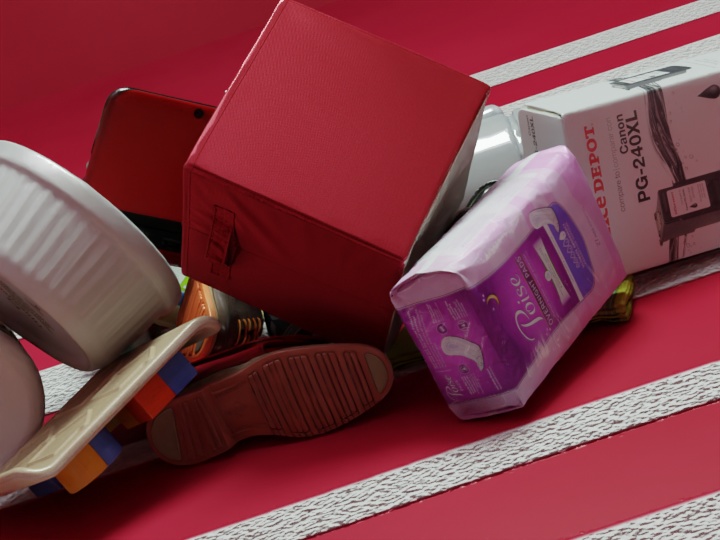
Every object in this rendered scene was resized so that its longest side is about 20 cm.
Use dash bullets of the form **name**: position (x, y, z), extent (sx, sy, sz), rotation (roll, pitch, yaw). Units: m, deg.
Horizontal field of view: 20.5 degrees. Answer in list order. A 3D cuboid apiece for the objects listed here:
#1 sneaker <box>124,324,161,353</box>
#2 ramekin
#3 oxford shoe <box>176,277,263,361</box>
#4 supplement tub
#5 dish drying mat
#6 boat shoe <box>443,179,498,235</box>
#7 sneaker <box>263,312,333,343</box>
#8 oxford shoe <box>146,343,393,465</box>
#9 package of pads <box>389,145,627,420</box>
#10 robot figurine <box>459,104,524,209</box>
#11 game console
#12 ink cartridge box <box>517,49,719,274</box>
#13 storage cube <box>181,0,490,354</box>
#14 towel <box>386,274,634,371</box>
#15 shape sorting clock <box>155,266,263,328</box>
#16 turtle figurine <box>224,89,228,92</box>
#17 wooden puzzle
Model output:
- **sneaker**: position (-0.232, 0.030, 1.915), extent (0.079, 0.072, 0.200), rotation (-12, 17, 4)
- **ramekin**: position (-0.248, -0.004, 1.589), extent (0.095, 0.202, 0.202), rotation (-54, 29, -18)
- **oxford shoe**: position (-0.115, 0.041, 1.699), extent (0.072, 0.072, 0.200), rotation (17, 10, -8)
- **supplement tub**: position (-0.349, 0.097, 1.677), extent (0.144, 0.146, 0.200), rotation (-21, 16, -13)
- **dish drying mat**: position (-0.117, 0.081, 1.613), extent (0.076, 0.018, 0.199), rotation (-2, -13, -45)
- **boat shoe**: position (0.099, -0.020, 1.592), extent (0.071, 0.068, 0.200), rotation (1, 34, 18)
- **sneaker**: position (-0.045, 0.031, 1.681), extent (0.070, 0.083, 0.200), rotation (-19, 15, -6)
- **oxford shoe**: position (-0.067, 0.090, 1.531), extent (0.198, 0.071, 0.074), rotation (-14, 13, 14)
- **package of pads**: position (0.115, 0.006, 1.471), extent (0.075, 0.121, 0.200), rotation (-16, 20, 42)
- **robot figurine**: position (0.117, -0.081, 1.829), extent (0.198, 0.113, 0.171), rotation (-17, 55, 3)
- **game console**: position (-0.153, -0.071, 1.717), extent (0.198, 0.120, 0.172), rotation (12, -8, -22)
- **ink cartridge box**: position (0.242, -0.085, 1.610), extent (0.198, 0.147, 0.083), rotation (-16, 16, -16)
- **storage cube**: position (-0.022, -0.066, 1.534), extent (0.179, 0.171, 0.201), rotation (23, 61, 7)
- **towel**: position (0.122, 0.041, 1.592), extent (0.198, 0.018, 0.086), rotation (-13, 13, 17)
- **shape sorting clock**: position (-0.169, -0.004, 1.869), extent (0.198, 0.039, 0.201), rotation (11, 37, -9)
- **turtle figurine**: position (-0.027, -0.087, 1.968), extent (0.193, 0.201, 0.144), rotation (-21, 49, -27)
- **wooden puzzle**: position (-0.205, 0.120, 1.525), extent (0.200, 0.046, 0.185), rotation (-41, 9, -30)
